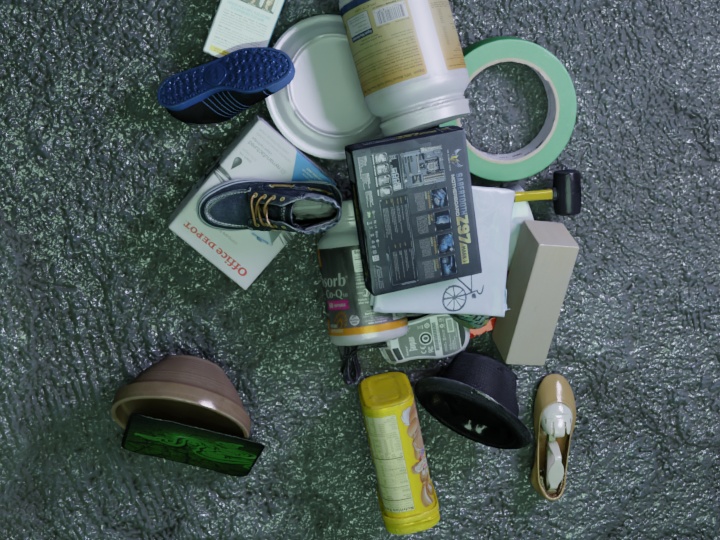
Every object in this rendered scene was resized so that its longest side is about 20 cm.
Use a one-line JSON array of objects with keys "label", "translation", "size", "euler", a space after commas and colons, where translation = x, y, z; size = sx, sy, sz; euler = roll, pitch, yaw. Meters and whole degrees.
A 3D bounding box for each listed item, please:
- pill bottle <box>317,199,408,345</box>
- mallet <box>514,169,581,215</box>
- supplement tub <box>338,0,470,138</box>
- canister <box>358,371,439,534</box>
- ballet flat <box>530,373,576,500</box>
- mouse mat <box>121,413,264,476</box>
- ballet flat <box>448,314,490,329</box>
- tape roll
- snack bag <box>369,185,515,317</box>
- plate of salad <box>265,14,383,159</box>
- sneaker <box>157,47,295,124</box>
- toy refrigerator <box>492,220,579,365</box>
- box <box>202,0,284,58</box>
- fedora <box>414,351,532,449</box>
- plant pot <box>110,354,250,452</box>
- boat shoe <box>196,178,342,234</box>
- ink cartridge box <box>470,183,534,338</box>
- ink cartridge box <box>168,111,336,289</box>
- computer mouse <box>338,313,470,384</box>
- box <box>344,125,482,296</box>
[{"label": "pill bottle", "translation": [0.000, 0.000, 1.663], "size": [0.116, 0.116, 0.201], "euler": [-8, 92, -3]}, {"label": "mallet", "translation": [0.223, -0.114, 1.657], "size": [0.199, 0.041, 0.066], "euler": [2, 98, -19]}, {"label": "supplement tub", "translation": [0.062, -0.289, 1.563], "size": [0.144, 0.144, 0.201], "euler": [-16, 92, -1]}, {"label": "canister", "translation": [0.055, 0.268, 1.743], "size": [0.086, 0.149, 0.201], "euler": [-12, 105, -1]}, {"label": "ballet flat", "translation": [0.302, 0.261, 1.807], "size": [0.068, 0.063, 0.201], "euler": [-2, 106, -5]}, {"label": "mouse mat", "translation": [-0.250, 0.259, 1.726], "size": [0.199, 0.161, 0.008], "euler": [14, 60, -10]}, {"label": "ballet flat", "translation": [0.133, 0.006, 1.669], "size": [0.074, 0.074, 0.201], "euler": [-28, 107, 3]}, {"label": "tape roll", "translation": [0.204, -0.229, 1.664], "size": [0.199, 0.048, 0.202], "euler": [-1, 107, -4]}, {"label": "snack bag", "translation": [0.116, -0.033, 1.614], "size": [0.199, 0.021, 0.190], "euler": [3, 95, -13]}, {"label": "plate of salad", "translation": [-0.039, -0.253, 1.629], "size": [0.199, 0.048, 0.201], "euler": [0, 88, -18]}, {"label": "sneaker", "translation": [-0.172, -0.245, 1.586], "size": [0.199, 0.078, 0.071], "euler": [-9, 69, 19]}, {"label": "toy refrigerator", "translation": [0.255, 0.034, 1.705], "size": [0.070, 0.076, 0.201], "euler": [3, 118, -14]}, {"label": "box", "translation": [-0.142, -0.378, 1.586], "size": [0.082, 0.049, 0.201], "euler": [20, 103, -11]}, {"label": "fedora", "translation": [0.180, 0.185, 1.743], "size": [0.200, 0.200, 0.092], "euler": [31, 68, -13]}, {"label": "plant pot", "translation": [-0.253, 0.184, 1.695], "size": [0.200, 0.201, 0.093], "euler": [13, 61, -9]}, {"label": "boat shoe", "translation": [-0.122, -0.084, 1.562], "size": [0.199, 0.091, 0.071], "euler": [-6, 106, -2]}, {"label": "ink cartridge box", "translation": [0.192, -0.006, 1.727], "size": [0.159, 0.047, 0.201], "euler": [-22, 105, 1]}, {"label": "ink cartridge box", "translation": [-0.152, -0.098, 1.649], "size": [0.146, 0.086, 0.200], "euler": [39, 98, -14]}, {"label": "computer mouse", "translation": [0.064, 0.104, 1.751], "size": [0.199, 0.044, 0.110], "euler": [-8, 101, 3]}, {"label": "box", "translation": [0.071, -0.080, 1.552], "size": [0.157, 0.051, 0.201], "euler": [-12, 106, -10]}]
